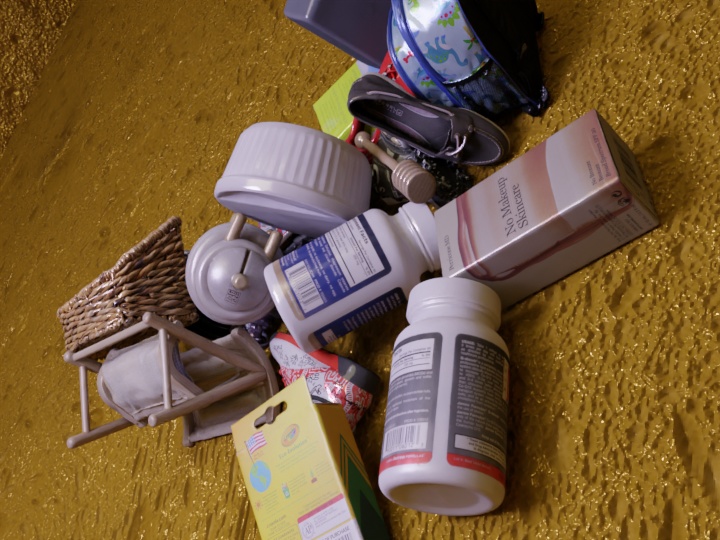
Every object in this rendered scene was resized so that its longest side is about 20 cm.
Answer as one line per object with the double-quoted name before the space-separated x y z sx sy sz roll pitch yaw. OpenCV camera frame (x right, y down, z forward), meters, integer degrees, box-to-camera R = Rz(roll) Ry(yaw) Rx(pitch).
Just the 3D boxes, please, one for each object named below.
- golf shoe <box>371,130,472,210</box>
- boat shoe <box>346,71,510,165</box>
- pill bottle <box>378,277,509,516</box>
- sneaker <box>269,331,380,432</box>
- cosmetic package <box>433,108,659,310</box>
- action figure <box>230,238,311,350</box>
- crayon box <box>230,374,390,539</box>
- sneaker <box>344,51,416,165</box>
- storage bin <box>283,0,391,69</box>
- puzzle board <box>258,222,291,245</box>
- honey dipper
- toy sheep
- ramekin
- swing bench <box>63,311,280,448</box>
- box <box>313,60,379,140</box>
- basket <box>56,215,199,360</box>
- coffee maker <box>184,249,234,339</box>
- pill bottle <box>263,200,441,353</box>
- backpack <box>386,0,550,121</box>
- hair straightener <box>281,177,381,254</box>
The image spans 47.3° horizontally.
"golf shoe" 0.070 -0.109 1.014 0.095 0.077 0.201 -63 31 24
"boat shoe" 0.075 -0.163 0.947 0.057 0.198 0.067 -62 -4 -49
"pill bottle" 0.083 0.117 0.779 0.115 0.115 0.203 -20 49 40
"sneaker" -0.069 0.145 0.976 0.200 0.067 0.109 14 72 50
"cosmetic package" 0.178 -0.053 0.818 0.199 0.087 0.105 -34 43 29
"action figure" -0.115 0.041 1.110 0.199 0.069 0.132 -33 51 35
"crayon box" -0.054 0.227 0.857 0.126 0.050 0.202 -35 63 28
"sneaker" 0.036 -0.231 1.081 0.077 0.084 0.203 33 112 33
"storage bin" -0.008 -0.370 1.114 0.145 0.198 0.136 36 101 53
"puzzle board" -0.103 -0.117 1.226 0.151 0.017 0.201 -43 28 19
"honey dipper" 0.033 -0.131 0.975 0.038 0.038 0.200 -51 32 8
"toy sheep" -0.151 0.002 1.009 0.139 0.137 0.200 -58 7 -2
"ramekin" -0.075 -0.109 1.020 0.201 0.201 0.096 4 77 50
"swing bench" -0.239 0.149 1.050 0.197 0.198 0.132 -21 69 38
"box" 0.023 -0.267 1.193 0.200 0.047 0.123 -42 39 19
"basket" -0.330 0.027 1.110 0.199 0.141 0.151 -27 72 47
"coffee maker" -0.257 0.056 1.237 0.198 0.133 0.196 0 90 50
"pill bottle" 0.000 0.000 0.933 0.198 0.112 0.112 -28 40 0
"backpack" 0.113 -0.284 0.962 0.145 0.199 0.185 -20 50 32
"hair straightener" -0.049 -0.058 1.124 0.199 0.041 0.078 -35 42 23
